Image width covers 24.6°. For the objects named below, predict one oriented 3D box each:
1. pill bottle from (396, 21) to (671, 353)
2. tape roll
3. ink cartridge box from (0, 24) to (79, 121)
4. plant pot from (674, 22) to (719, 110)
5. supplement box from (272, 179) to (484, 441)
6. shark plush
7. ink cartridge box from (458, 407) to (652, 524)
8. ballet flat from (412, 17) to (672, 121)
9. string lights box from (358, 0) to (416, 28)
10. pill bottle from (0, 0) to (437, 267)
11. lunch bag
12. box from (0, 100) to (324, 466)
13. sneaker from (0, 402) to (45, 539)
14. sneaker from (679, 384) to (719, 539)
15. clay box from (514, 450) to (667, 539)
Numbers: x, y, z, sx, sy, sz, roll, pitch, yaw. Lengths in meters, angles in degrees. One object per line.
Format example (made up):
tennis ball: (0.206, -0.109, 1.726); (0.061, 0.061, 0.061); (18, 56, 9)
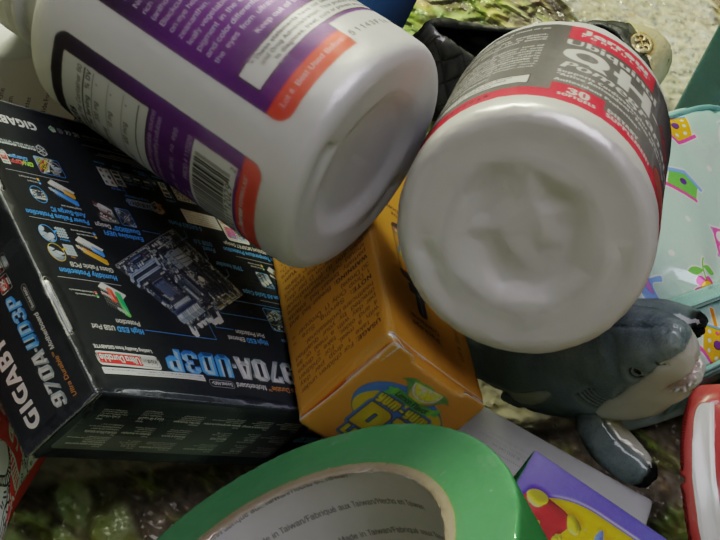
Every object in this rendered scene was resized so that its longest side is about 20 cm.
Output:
pill bottle: (0.087, -0.051, 0.763); (0.110, 0.111, 0.200); (29, 25, 0)
tape roll: (-0.020, 0.142, 0.639); (0.048, 0.199, 0.201); (60, 43, -25)
ink cartridge box: (-0.157, -0.143, 0.864); (0.199, 0.084, 0.146); (-12, 60, -31)
plant pot: (0.299, -0.079, 0.993); (0.200, 0.142, 0.141); (40, 48, 19)
supplement box: (0.000, 0.000, 0.791); (0.066, 0.069, 0.201); (36, 23, -32)
shark plush: (0.081, 0.022, 0.803); (0.199, 0.083, 0.091); (26, 81, 38)
ink cartridge box: (0.051, 0.165, 0.736); (0.103, 0.059, 0.201); (29, 48, -2)
ballet flat: (0.112, -0.124, 0.989); (0.198, 0.057, 0.067); (-10, 60, -30)
string lights box: (0.006, -0.220, 0.920); (0.059, 0.200, 0.103); (-12, 60, -31)
pill bottle: (-0.073, -0.098, 0.731); (0.199, 0.112, 0.111); (35, 47, 20)
lunch bag: (0.175, -0.002, 0.910); (0.199, 0.077, 0.161); (-17, 63, -33)
box: (-0.096, 0.009, 0.740); (0.199, 0.046, 0.160); (12, 43, -57)
sneaker: (-0.165, 0.053, 0.687); (0.067, 0.108, 0.203); (10, 50, -1)
sneaker: (0.217, 0.146, 0.763); (0.114, 0.078, 0.202); (-11, 80, 17)
clay box: (0.070, 0.180, 0.661); (0.114, 0.048, 0.200); (33, 48, 4)
